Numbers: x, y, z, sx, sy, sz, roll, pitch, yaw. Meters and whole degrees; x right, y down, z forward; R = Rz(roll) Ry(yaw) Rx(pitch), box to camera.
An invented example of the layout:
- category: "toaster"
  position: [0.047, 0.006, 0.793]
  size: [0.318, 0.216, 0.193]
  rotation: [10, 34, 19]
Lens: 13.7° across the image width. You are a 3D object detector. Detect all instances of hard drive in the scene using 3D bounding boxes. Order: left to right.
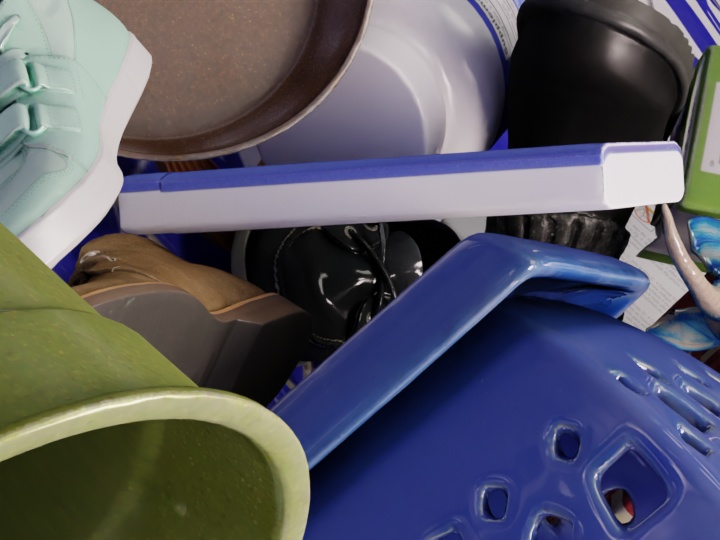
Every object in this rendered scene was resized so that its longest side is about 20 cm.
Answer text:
- category: "hard drive"
  position: [0.019, -0.034, 1.216]
  size: [0.132, 0.199, 0.026]
  rotation: [-8, 95, -71]

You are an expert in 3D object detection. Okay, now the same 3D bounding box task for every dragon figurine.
- category: "dragon figurine"
  position: [0.164, 0.014, 1.293]
  size: [0.199, 0.059, 0.099]
  rotation: [18, 5, -40]

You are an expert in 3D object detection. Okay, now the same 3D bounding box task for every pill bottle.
- category: "pill bottle"
  position: [0.022, -0.096, 1.378]
  size: [0.112, 0.112, 0.200]
  rotation: [53, 29, -8]

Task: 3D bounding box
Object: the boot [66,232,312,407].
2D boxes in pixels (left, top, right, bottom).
- category: "boot"
  position: [-0.093, 0.024, 1.126]
  size: [0.075, 0.074, 0.200]
  rotation: [34, 12, 18]

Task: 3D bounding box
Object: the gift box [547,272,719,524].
- category: "gift box"
  position: [0.189, 0.126, 1.427]
  size: [0.187, 0.185, 0.200]
  rotation: [40, 26, -11]

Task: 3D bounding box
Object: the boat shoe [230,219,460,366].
- category: "boat shoe"
  position: [0.001, 0.002, 1.358]
  size: [0.199, 0.066, 0.075]
  rotation: [7, 72, -71]

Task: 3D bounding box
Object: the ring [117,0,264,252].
- category: "ring"
  position: [-0.057, -0.108, 1.359]
  size: [0.200, 0.019, 0.202]
  rotation: [-6, 90, -69]

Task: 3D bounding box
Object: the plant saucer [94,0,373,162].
- category: "plant saucer"
  position: [-0.092, -0.134, 1.257]
  size: [0.201, 0.200, 0.034]
  rotation: [58, -26, 7]

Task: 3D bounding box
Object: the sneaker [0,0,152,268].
- category: "sneaker"
  position: [-0.147, -0.063, 1.104]
  size: [0.118, 0.074, 0.201]
  rotation: [41, 24, -18]

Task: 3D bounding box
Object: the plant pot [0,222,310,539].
- category: "plant pot"
  position: [-0.147, 0.038, 0.765]
  size: [0.190, 0.200, 0.200]
  rotation: [49, 13, 27]

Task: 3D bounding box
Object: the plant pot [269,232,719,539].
- category: "plant pot"
  position: [0.064, 0.100, 1.168]
  size: [0.180, 0.200, 0.200]
  rotation: [53, 15, 14]

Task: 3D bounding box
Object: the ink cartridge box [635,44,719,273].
- category: "ink cartridge box"
  position: [0.212, -0.037, 1.405]
  size: [0.200, 0.147, 0.076]
  rotation: [100, 1, -83]

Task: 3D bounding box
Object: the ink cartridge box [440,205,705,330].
- category: "ink cartridge box"
  position: [0.157, 0.009, 1.602]
  size: [0.200, 0.044, 0.173]
  rotation: [43, 49, 12]

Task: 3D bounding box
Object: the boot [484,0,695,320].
- category: "boot"
  position: [0.086, -0.018, 1.319]
  size: [0.211, 0.079, 0.158]
  rotation: [81, 29, -64]
